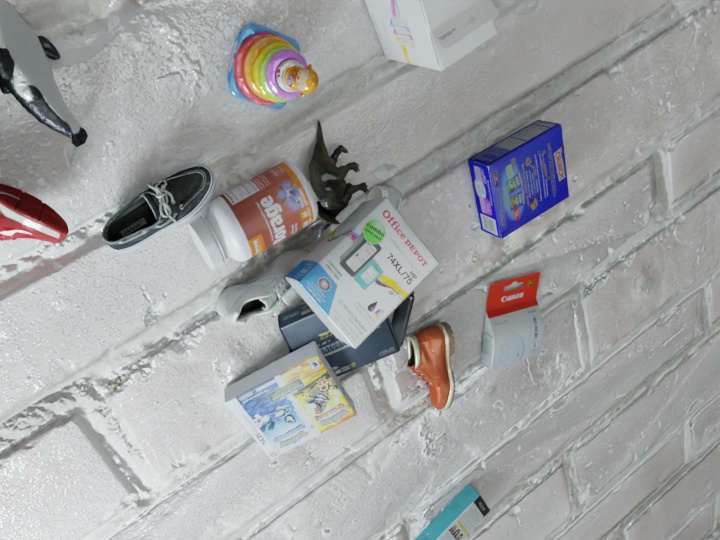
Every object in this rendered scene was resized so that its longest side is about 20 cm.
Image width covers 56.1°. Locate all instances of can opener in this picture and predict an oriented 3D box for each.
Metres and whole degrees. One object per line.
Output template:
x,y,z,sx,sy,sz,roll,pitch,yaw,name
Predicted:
0.076,0.054,1.376,0.065,0.053,0.204,13,106,-1,can opener

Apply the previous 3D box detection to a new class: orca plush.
-0.450,-0.256,0.915,0.201,0.070,0.107,55,34,-39,orca plush

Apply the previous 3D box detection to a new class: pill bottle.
-0.177,-0.087,1.110,0.198,0.112,0.114,-32,123,-17,pill bottle

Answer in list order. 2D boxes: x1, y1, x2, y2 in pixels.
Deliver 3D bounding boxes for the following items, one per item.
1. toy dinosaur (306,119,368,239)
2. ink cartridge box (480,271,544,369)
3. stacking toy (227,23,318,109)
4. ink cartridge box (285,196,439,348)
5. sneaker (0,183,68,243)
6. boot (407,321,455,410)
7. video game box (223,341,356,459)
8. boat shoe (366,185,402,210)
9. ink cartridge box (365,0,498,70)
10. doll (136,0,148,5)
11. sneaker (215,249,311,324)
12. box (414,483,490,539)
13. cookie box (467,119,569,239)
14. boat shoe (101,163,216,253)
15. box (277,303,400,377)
-0.051,-0.157,1.183,0.101,0.076,0.203,-32,128,-29,toy dinosaur
0.361,0.117,1.571,0.157,0.047,0.204,-12,118,-27,ink cartridge box
-0.115,-0.292,1.007,0.108,0.199,0.118,9,107,-34,stacking toy
0.000,0.000,1.137,0.200,0.146,0.147,-44,102,-10,ink cartridge box
-0.522,-0.060,0.942,0.197,0.079,0.117,27,104,-24,sneaker
0.148,0.219,1.472,0.105,0.075,0.205,-13,108,-23,boot
-0.131,0.251,1.286,0.197,0.047,0.184,-28,126,4,video game box
0.037,-0.059,1.289,0.067,0.072,0.205,2,100,-32,boat shoe
0.118,-0.421,1.098,0.128,0.199,0.127,-36,125,-13,ink cartridge box
-0.301,-0.437,0.924,0.197,0.048,0.140,-6,104,-37,doll
-0.156,0.036,1.196,0.198,0.080,0.071,-34,122,-17,sneaker
0.233,0.644,1.712,0.199,0.049,0.083,-42,126,-10,box
0.333,-0.191,1.407,0.198,0.075,0.174,-29,122,-18,cookie box
-0.309,-0.102,1.037,0.197,0.068,0.074,-32,87,-11,boat shoe
-0.039,0.119,1.283,0.196,0.051,0.160,-22,121,1,box
